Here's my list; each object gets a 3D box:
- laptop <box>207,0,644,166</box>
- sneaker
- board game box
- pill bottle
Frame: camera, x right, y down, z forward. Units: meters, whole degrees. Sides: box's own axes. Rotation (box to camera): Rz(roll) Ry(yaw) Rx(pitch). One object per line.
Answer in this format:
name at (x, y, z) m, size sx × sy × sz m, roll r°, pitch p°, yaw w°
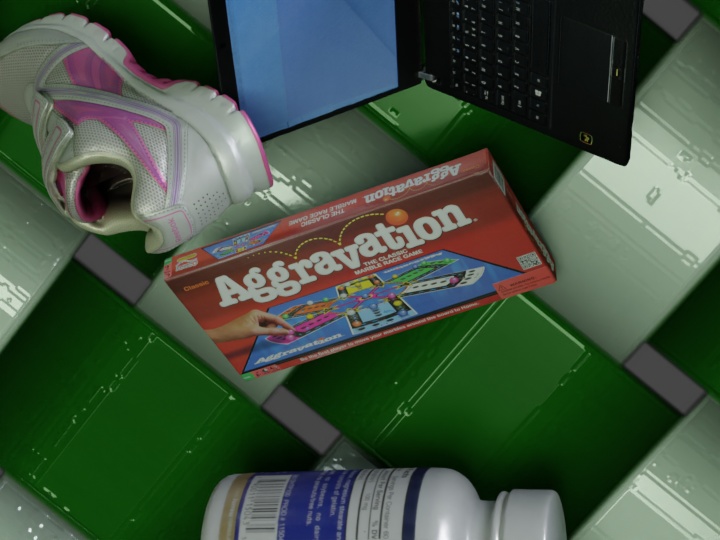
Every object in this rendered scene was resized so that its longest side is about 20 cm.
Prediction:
laptop at (0.034, -0.114, 1.144) m, size 0.199 × 0.103 × 0.178 m, roll 24°, pitch 149°, yaw 19°
sneaker at (-0.146, -0.073, 1.214) m, size 0.199 × 0.088 × 0.082 m, roll 25°, pitch 148°, yaw 36°
board game box at (0.000, 0.000, 1.255) m, size 0.199 × 0.020 × 0.103 m, roll -19°, pitch 135°, yaw 18°
pill bottle at (0.016, 0.175, 1.287) m, size 0.199 × 0.120 × 0.120 m, roll -2°, pitch 109°, yaw 13°
